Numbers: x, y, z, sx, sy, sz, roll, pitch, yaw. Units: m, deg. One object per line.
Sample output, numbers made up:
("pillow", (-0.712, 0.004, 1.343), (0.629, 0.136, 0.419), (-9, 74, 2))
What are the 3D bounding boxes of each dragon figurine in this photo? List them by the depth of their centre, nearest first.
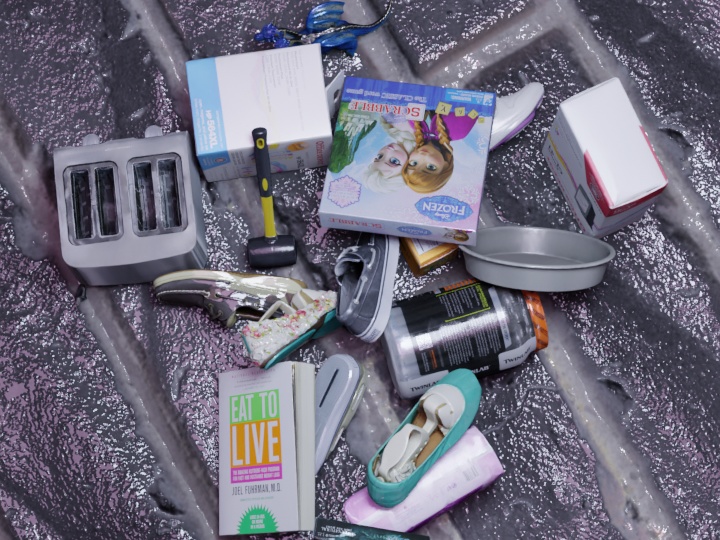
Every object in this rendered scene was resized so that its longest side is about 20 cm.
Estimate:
("dragon figurine", (-0.040, -0.313, 1.817), (0.197, 0.100, 0.060), (-20, 79, -4))

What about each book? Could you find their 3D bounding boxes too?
("book", (-0.118, 0.222, 1.709), (0.132, 0.048, 0.203), (-11, 75, 35))

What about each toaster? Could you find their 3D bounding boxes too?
("toaster", (-0.292, -0.073, 1.756), (0.178, 0.119, 0.203), (-7, 79, -1))

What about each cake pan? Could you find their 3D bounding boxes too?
("cake pan", (0.216, -0.015, 1.720), (0.197, 0.200, 0.037), (3, 105, 0))

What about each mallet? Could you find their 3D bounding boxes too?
("mallet", (-0.128, -0.087, 1.741), (0.065, 0.202, 0.041), (-11, 35, 2))

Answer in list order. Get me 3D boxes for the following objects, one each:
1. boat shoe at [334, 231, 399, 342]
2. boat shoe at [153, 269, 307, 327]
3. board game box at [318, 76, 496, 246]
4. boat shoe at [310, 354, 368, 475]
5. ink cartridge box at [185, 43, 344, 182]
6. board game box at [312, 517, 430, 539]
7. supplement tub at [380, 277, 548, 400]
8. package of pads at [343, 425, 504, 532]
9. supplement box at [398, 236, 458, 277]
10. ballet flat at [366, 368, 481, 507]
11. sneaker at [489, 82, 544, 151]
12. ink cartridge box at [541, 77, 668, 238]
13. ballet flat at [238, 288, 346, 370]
("boat shoe", (0.000, 0.000, 1.724), (0.067, 0.072, 0.202), (31, 41, -22))
("boat shoe", (-0.166, 0.039, 1.757), (0.196, 0.073, 0.066), (2, 73, 0))
("board game box", (0.061, -0.139, 1.727), (0.197, 0.041, 0.202), (6, 65, 7))
("boat shoe", (-0.048, 0.200, 1.727), (0.072, 0.062, 0.202), (35, 98, 37))
("ink cartridge box", (-0.114, -0.202, 1.779), (0.197, 0.129, 0.127), (-8, 78, -1))
("board game box", (0.006, 0.352, 1.631), (0.133, 0.201, 0.028), (9, 57, 2))
("supplement tub", (0.127, 0.078, 1.726), (0.197, 0.123, 0.124), (-16, 79, -3))
("package of pads", (0.074, 0.269, 1.687), (0.198, 0.121, 0.076), (-30, 80, -6))
("supplement box", (0.057, -0.097, 1.791), (0.068, 0.067, 0.202), (-23, 80, -7))
("ballet flat", (0.076, 0.188, 1.618), (0.067, 0.071, 0.201), (31, 70, 24))
("sneaker", (0.151, -0.198, 1.801), (0.199, 0.075, 0.100), (-35, 88, -9))
("ink cartridge box", (0.302, -0.133, 1.732), (0.085, 0.200, 0.149), (-24, 79, -5))
("ballet flat", (-0.074, 0.058, 1.711), (0.064, 0.076, 0.199), (49, 39, 11))
